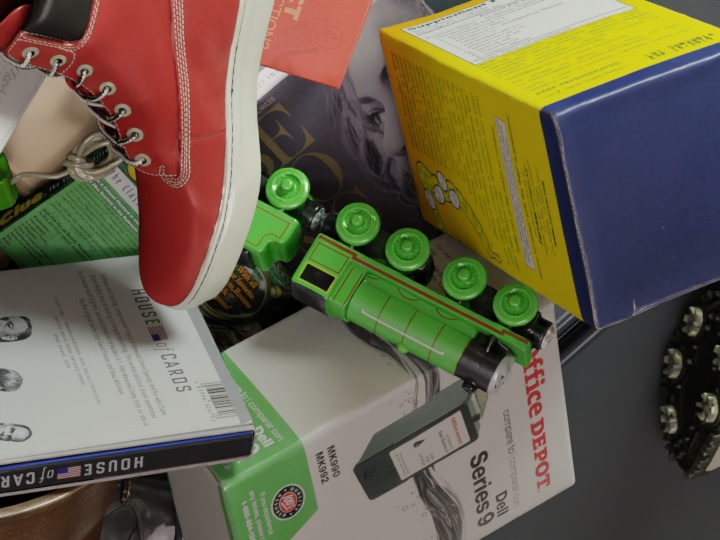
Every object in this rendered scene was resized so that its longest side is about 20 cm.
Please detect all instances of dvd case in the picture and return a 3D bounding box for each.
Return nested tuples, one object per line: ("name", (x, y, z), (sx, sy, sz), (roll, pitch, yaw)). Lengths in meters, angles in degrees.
("dvd case", (0.014, -0.052, 1.325), (0.149, 0.016, 0.200), (-39, 116, 10))
("dvd case", (-0.167, 0.051, 1.216), (0.200, 0.150, 0.025), (-6, 127, -19))

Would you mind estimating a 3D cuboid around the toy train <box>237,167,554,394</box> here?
("toy train", (0.000, 0.000, 1.248), (0.200, 0.042, 0.056), (28, 74, 15))

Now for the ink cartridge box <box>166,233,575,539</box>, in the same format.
("ink cartridge box", (0.005, 0.087, 1.304), (0.200, 0.084, 0.146), (-29, 137, -18))

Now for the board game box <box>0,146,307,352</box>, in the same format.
("board game box", (-0.090, 0.018, 1.329), (0.105, 0.023, 0.200), (-32, 119, 17))

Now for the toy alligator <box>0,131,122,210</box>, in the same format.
("toy alligator", (-0.217, -0.037, 1.269), (0.200, 0.054, 0.059), (-20, 120, -7))

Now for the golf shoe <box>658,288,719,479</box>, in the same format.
("golf shoe", (0.226, 0.029, 1.374), (0.088, 0.077, 0.200), (9, 114, -23))

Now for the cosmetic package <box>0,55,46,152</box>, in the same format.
("cosmetic package", (-0.265, -0.099, 1.132), (0.123, 0.199, 0.200), (-20, 123, 39))

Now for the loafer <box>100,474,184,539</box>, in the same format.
("loafer", (-0.129, 0.201, 1.397), (0.072, 0.073, 0.200), (11, 104, -6))

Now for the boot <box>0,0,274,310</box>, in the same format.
("boot", (-0.118, -0.074, 1.172), (0.144, 0.072, 0.200), (-8, 112, -36))

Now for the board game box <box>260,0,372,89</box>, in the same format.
("board game box", (-0.079, -0.189, 1.217), (0.200, 0.040, 0.153), (16, 112, -12))

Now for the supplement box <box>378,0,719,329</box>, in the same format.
("supplement box", (0.105, -0.064, 1.218), (0.109, 0.200, 0.110), (-20, 113, -16))

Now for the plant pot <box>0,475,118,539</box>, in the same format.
("plant pot", (-0.217, 0.135, 1.281), (0.200, 0.200, 0.198), (1, 126, -11))
